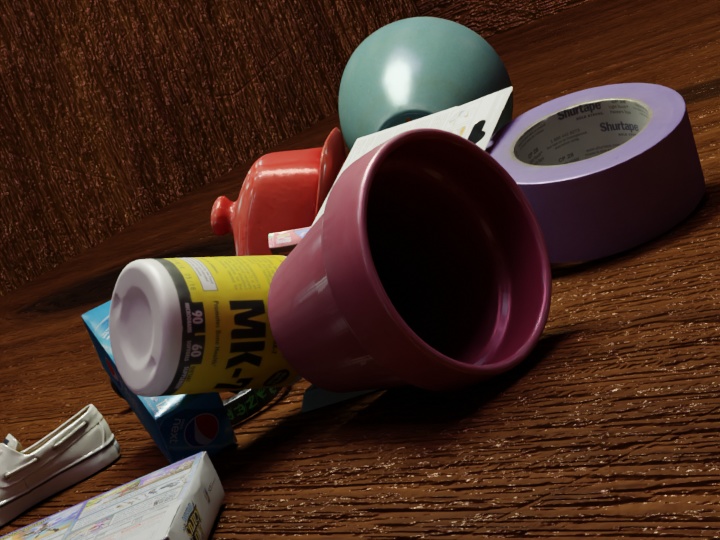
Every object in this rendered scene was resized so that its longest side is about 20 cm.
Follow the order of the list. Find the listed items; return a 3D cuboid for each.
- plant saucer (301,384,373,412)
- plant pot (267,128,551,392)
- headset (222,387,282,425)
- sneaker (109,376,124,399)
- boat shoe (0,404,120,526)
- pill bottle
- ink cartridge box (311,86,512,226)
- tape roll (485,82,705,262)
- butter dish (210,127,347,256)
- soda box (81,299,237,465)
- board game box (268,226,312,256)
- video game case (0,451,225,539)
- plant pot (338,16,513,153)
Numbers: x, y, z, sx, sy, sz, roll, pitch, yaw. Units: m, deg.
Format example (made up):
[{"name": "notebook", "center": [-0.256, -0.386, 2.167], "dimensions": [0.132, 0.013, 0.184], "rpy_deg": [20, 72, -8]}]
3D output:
[{"name": "plant saucer", "center": [0.038, 0.078, 1.440], "dimensions": [0.199, 0.019, 0.070], "rpy_deg": [-20, 11, 30]}, {"name": "plant pot", "center": [0.025, 0.013, 1.335], "dimensions": [0.200, 0.201, 0.179], "rpy_deg": [-34, 3, -43]}, {"name": "headset", "center": [-0.142, 0.111, 1.619], "dimensions": [0.123, 0.095, 0.200], "rpy_deg": [-32, 28, -17]}, {"name": "sneaker", "center": [-0.188, 0.096, 1.768], "dimensions": [0.198, 0.079, 0.096], "rpy_deg": [-23, 21, 20]}, {"name": "boat shoe", "center": [-0.331, 0.192, 1.595], "dimensions": [0.199, 0.070, 0.071], "rpy_deg": [-28, 10, -15]}, {"name": "pill bottle", "center": [-0.103, 0.045, 1.419], "dimensions": [0.198, 0.116, 0.114], "rpy_deg": [-3, -4, -34]}, {"name": "ink cartridge box", "center": [0.057, -0.092, 1.644], "dimensions": [0.198, 0.057, 0.163], "rpy_deg": [-12, 35, 33]}, {"name": "tape roll", "center": [0.217, -0.094, 1.559], "dimensions": [0.198, 0.086, 0.200], "rpy_deg": [-18, 25, 8]}, {"name": "butter dish", "center": [-0.090, -0.053, 1.814], "dimensions": [0.146, 0.202, 0.200], "rpy_deg": [5, 13, 2]}, {"name": "soda box", "center": [-0.186, 0.097, 1.517], "dimensions": [0.064, 0.068, 0.200], "rpy_deg": [-28, 36, -15]}, {"name": "board game box", "center": [0.019, -0.018, 1.594], "dimensions": [0.198, 0.103, 0.020], "rpy_deg": [-10, 56, 8]}, {"name": "video game case", "center": [-0.207, 0.218, 1.232], "dimensions": [0.198, 0.046, 0.181], "rpy_deg": [-24, 11, 8]}, {"name": "plant pot", "center": [0.066, -0.160, 1.825], "dimensions": [0.199, 0.201, 0.135], "rpy_deg": [-22, 22, 18]}]
